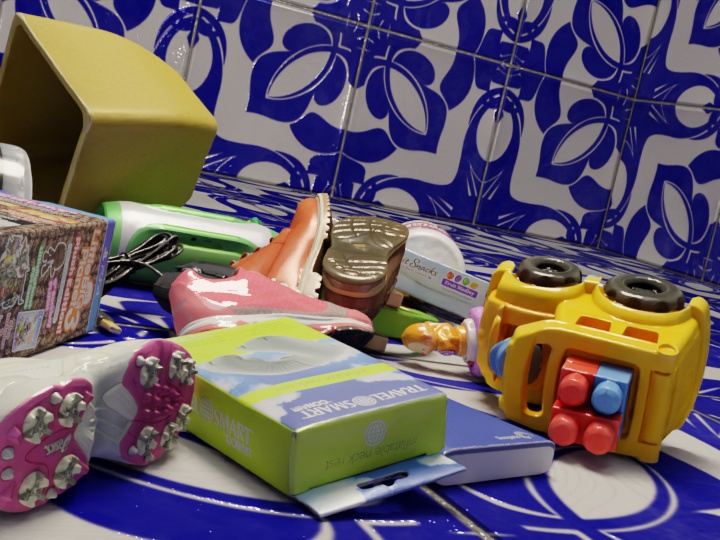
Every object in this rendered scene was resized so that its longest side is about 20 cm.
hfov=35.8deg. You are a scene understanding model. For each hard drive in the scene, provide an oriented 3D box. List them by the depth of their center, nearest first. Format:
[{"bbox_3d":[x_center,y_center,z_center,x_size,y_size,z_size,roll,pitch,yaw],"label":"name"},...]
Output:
[{"bbox_3d":[0.025,0.106,0.825,0.200,0.025,0.132,19,9,42],"label":"hard drive"}]

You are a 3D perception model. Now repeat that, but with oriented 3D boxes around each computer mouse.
[{"bbox_3d":[-0.154,0.024,0.959,0.200,0.046,0.140,33,40,29],"label":"computer mouse"}]

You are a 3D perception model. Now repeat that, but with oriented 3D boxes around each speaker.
[{"bbox_3d":[-0.187,-0.021,1.203,0.199,0.089,0.088,9,8,-27],"label":"speaker"}]

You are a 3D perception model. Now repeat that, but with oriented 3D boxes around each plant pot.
[{"bbox_3d":[-0.282,-0.152,1.256,0.199,0.195,0.196,-7,46,-43],"label":"plant pot"}]

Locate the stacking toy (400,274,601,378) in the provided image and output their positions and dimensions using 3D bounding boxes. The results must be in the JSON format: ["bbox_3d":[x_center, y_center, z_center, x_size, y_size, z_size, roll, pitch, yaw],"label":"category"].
[{"bbox_3d":[0.138,0.067,1.095,0.199,0.110,0.116,-1,-13,-9],"label":"stacking toy"}]

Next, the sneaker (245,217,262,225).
[{"bbox_3d":[-0.148,-0.025,1.310,0.199,0.084,0.074,11,8,-13],"label":"sneaker"}]

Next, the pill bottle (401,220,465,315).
[{"bbox_3d":[0.076,-0.008,1.462,0.112,0.113,0.200,13,7,-1],"label":"pill bottle"}]

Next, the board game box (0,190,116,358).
[{"bbox_3d":[-0.300,-0.005,0.828,0.159,0.097,0.200,14,7,9],"label":"board game box"}]

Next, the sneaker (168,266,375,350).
[{"bbox_3d":[-0.067,0.033,0.898,0.200,0.074,0.087,5,51,-46],"label":"sneaker"}]

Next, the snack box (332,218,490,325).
[{"bbox_3d":[0.048,0.005,1.288,0.199,0.053,0.142,23,-3,4],"label":"snack box"}]

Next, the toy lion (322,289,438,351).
[{"bbox_3d":[0.006,0.040,1.212,0.200,0.069,0.191,20,2,43],"label":"toy lion"}]

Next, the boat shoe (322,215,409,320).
[{"bbox_3d":[0.000,0.000,1.049,0.072,0.068,0.200,11,22,6],"label":"boat shoe"}]

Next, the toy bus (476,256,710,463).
[{"bbox_3d":[0.178,0.085,0.941,0.199,0.136,0.192,14,23,22],"label":"toy bus"}]

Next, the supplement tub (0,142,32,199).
[{"bbox_3d":[-0.423,-0.074,1.050,0.199,0.123,0.122,9,8,-31],"label":"supplement tub"}]

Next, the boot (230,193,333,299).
[{"bbox_3d":[-0.080,-0.008,1.077,0.107,0.075,0.200,3,41,8],"label":"boot"}]

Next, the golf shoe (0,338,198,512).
[{"bbox_3d":[-0.161,0.069,0.604,0.091,0.076,0.200,12,5,20],"label":"golf shoe"}]

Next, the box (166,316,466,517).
[{"bbox_3d":[-0.040,0.085,0.714,0.122,0.048,0.200,-9,20,-39],"label":"box"}]
